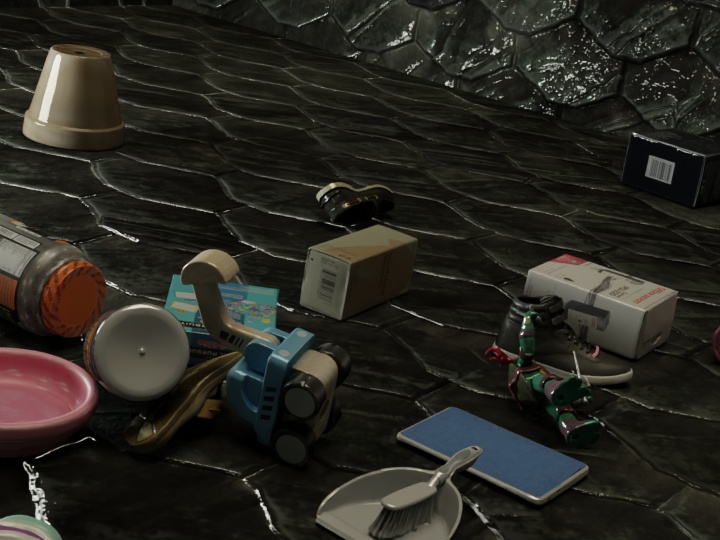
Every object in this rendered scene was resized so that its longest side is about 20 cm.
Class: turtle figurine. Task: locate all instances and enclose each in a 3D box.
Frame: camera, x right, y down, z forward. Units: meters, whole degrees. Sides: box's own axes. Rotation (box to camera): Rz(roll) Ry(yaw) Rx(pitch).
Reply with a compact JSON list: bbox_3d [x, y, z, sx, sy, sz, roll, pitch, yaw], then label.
[{"bbox_3d":[0.238,0.139,1.668,0.150,0.101,0.200,47,5,-25],"label":"turtle figurine"}]

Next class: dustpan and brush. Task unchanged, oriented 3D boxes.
[{"bbox_3d":[0.066,0.232,1.358,0.139,0.058,0.199,22,22,33],"label":"dustpan and brush"}]

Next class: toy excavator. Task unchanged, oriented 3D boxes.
[{"bbox_3d":[-0.116,0.094,1.449,0.198,0.196,0.100,20,30,13],"label":"toy excavator"}]

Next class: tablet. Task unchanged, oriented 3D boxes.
[{"bbox_3d":[0.154,0.215,1.528,0.199,0.014,0.130,21,22,32],"label":"tablet"}]

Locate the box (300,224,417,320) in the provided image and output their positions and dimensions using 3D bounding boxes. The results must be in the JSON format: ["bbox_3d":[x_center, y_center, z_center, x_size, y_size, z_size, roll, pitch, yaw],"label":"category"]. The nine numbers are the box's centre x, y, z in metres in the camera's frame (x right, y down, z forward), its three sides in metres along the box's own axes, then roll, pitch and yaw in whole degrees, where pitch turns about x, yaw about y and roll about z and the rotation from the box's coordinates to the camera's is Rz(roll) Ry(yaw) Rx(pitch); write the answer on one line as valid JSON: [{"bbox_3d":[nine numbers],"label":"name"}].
[{"bbox_3d":[0.000,0.000,1.953,0.077,0.096,0.199,20,23,27],"label":"box"}]

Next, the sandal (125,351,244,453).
[{"bbox_3d":[-0.191,0.154,1.471,0.080,0.054,0.200,-12,22,34],"label":"sandal"}]

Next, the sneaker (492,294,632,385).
[{"bbox_3d":[0.288,0.092,1.815,0.198,0.100,0.071,15,17,12],"label":"sneaker"}]

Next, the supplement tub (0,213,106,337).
[{"bbox_3d":[-0.428,0.008,1.672,0.199,0.124,0.122,22,22,31],"label":"supplement tub"}]

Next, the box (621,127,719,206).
[{"bbox_3d":[0.731,-0.237,2.948,0.199,0.125,0.196,25,25,39],"label":"box"}]

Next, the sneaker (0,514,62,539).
[{"bbox_3d":[-0.359,0.245,1.088,0.198,0.079,0.140,9,18,1],"label":"sneaker"}]

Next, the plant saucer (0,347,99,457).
[{"bbox_3d":[-0.385,0.145,1.410,0.198,0.051,0.201,9,18,-3],"label":"plant saucer"}]

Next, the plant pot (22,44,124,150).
[{"bbox_3d":[-0.554,-0.345,2.559,0.198,0.175,0.200,9,19,-3],"label":"plant pot"}]

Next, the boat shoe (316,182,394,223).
[{"bbox_3d":[0.000,-0.115,2.342,0.201,0.074,0.063,-1,55,-56],"label":"boat shoe"}]

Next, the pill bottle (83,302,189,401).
[{"bbox_3d":[-0.259,0.093,1.479,0.105,0.107,0.200,4,-5,-16],"label":"pill bottle"}]

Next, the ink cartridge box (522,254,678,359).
[{"bbox_3d":[0.364,0.053,1.993,0.199,0.086,0.145,22,22,28],"label":"ink cartridge box"}]

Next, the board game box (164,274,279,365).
[{"bbox_3d":[-0.186,0.070,1.729,0.149,0.047,0.200,8,19,-5],"label":"board game box"}]

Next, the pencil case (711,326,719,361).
[{"bbox_3d":[0.603,0.090,2.002,0.086,0.084,0.200,17,19,24],"label":"pencil case"}]
